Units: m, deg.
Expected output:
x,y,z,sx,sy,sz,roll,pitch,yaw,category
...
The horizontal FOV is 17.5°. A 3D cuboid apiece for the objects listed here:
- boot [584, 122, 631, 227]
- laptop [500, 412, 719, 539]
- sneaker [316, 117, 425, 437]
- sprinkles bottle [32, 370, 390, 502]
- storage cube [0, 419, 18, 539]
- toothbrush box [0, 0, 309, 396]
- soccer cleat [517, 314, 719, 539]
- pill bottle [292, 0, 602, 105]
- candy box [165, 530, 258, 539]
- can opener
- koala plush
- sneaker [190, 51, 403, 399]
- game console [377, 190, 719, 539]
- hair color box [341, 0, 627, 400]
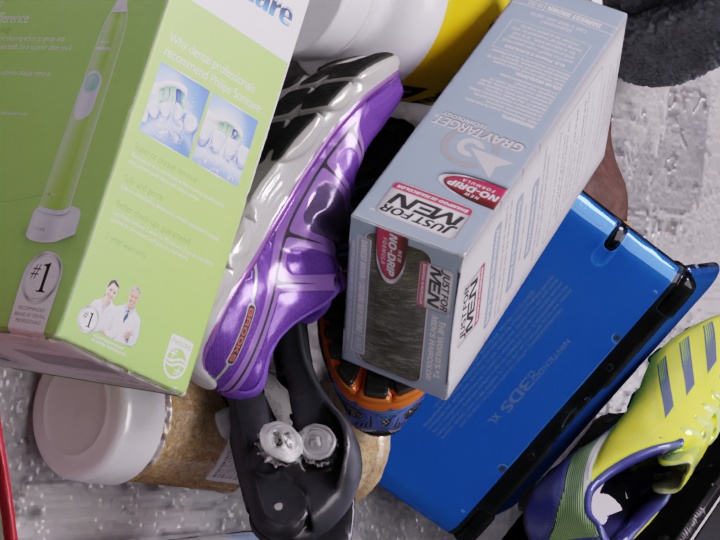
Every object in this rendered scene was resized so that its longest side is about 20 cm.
x,y,z,sx,sy,sz,roll,pitch,yaw,category
0.082,-0.066,1.356,0.200,0.072,0.167,16,69,-44,boot
0.206,0.163,1.376,0.177,0.199,0.104,-43,119,-50,laptop
0.000,0.000,1.223,0.079,0.075,0.201,98,-6,-53,sneaker
-0.071,0.080,1.178,0.200,0.068,0.069,12,85,-49,sprinkles bottle
-0.252,0.115,0.895,0.171,0.179,0.201,-19,109,-46,storage cube
-0.124,-0.057,1.044,0.086,0.145,0.201,27,73,-46,toothbrush box
0.174,0.097,1.317,0.200,0.084,0.065,-41,111,-28,soccer cleat
0.029,-0.145,1.232,0.200,0.112,0.113,3,92,-48,pill bottle
-0.102,0.207,1.164,0.200,0.061,0.137,0,94,-49,candy box
-0.045,0.047,1.136,0.063,0.079,0.201,-9,63,-15,can opener
0.219,-0.241,1.409,0.177,0.183,0.201,49,48,-40,koala plush
-0.035,-0.023,1.112,0.083,0.080,0.200,49,57,-28,sneaker
0.092,0.044,1.324,0.170,0.118,0.200,36,104,-17,game console
0.062,-0.043,1.147,0.200,0.060,0.099,-55,158,-41,hair color box
